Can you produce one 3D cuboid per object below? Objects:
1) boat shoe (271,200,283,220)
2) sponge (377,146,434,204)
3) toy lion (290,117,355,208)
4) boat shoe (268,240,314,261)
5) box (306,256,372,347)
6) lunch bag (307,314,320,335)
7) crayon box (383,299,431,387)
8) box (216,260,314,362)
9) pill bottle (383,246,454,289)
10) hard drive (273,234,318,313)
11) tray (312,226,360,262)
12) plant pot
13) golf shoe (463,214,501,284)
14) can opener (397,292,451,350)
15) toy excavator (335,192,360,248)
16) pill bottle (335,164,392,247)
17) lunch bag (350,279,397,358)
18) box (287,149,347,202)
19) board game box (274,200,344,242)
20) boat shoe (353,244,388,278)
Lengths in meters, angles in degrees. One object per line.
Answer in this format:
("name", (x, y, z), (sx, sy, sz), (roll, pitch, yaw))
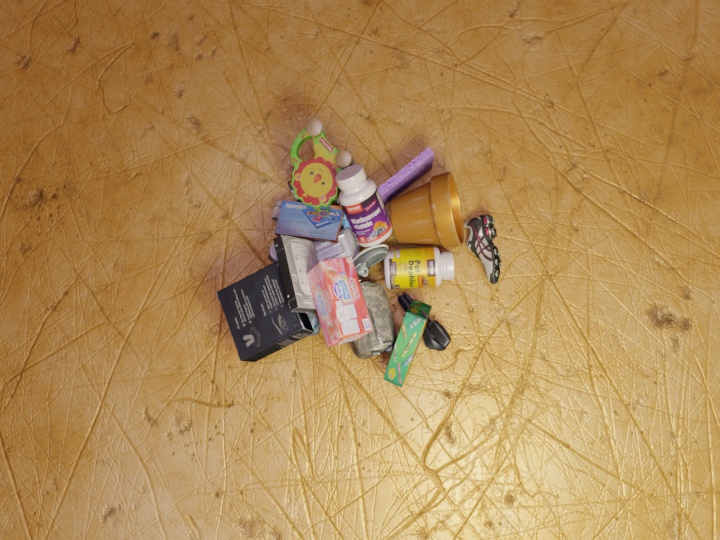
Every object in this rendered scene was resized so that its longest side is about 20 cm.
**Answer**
("boat shoe", (-0.176, -0.146, 1.741), (0.195, 0.072, 0.067), (22, 82, 11))
("sponge", (0.130, -0.269, 1.719), (0.198, 0.112, 0.030), (-38, 79, -4))
("toy lion", (-0.123, -0.285, 1.635), (0.192, 0.069, 0.201), (-44, 82, 4))
("boat shoe", (-0.176, -0.060, 1.727), (0.195, 0.068, 0.074), (-15, 81, -20))
("box", (-0.056, 0.080, 1.514), (0.100, 0.094, 0.205), (-8, 73, -34))
("lunch bag", (-0.187, 0.081, 1.691), (0.155, 0.083, 0.207), (0, 78, 4))
("crayon box", (0.128, 0.193, 1.583), (0.057, 0.119, 0.205), (21, 108, 10))
("box", (-0.257, 0.114, 1.595), (0.196, 0.117, 0.201), (-25, 76, 5))
("pill bottle", (0.164, -0.008, 1.664), (0.193, 0.109, 0.113), (-4, 78, 4))
("hard drive", (-0.155, 0.011, 1.564), (0.037, 0.138, 0.206), (-24, 71, 29))
("tray", (-0.101, -0.040, 1.658), (0.195, 0.022, 0.110), (-23, 78, -2))
("plant pot", (0.185, -0.158, 1.663), (0.178, 0.200, 0.207), (-9, 77, 18))
("golf shoe", (0.354, -0.057, 1.687), (0.086, 0.077, 0.206), (-12, 74, 23))
("can opener", (0.178, 0.143, 1.662), (0.079, 0.063, 0.201), (-49, 67, 21))
("toy excavator", (-0.020, -0.126, 1.719), (0.190, 0.100, 0.205), (-24, 86, 1))
("pill bottle", (0.006, -0.177, 1.597), (0.109, 0.112, 0.203), (-26, 118, -1))
("lunch bag", (0.022, 0.138, 1.617), (0.135, 0.168, 0.206), (-17, 78, 1))
("box", (-0.111, -0.269, 1.727), (0.196, 0.137, 0.041), (-29, 79, -2))
("board game box", (-0.146, -0.141, 1.682), (0.194, 0.019, 0.106), (8, 76, 21))
("boat shoe", (0.000, 0.000, 1.629), (0.197, 0.073, 0.063), (-31, 61, 12))
